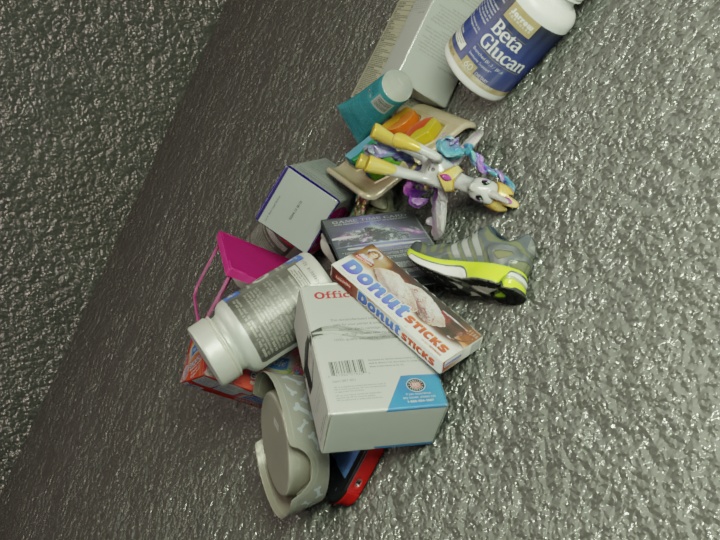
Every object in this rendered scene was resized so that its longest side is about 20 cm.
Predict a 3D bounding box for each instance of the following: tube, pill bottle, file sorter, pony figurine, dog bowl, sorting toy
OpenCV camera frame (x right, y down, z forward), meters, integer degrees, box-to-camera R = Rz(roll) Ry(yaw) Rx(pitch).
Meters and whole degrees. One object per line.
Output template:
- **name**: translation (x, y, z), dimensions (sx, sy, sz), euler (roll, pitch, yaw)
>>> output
- **tube**: translation (0.017, -0.256, 1.455), dimensions (0.050, 0.078, 0.200), euler (-26, 1, -25)
- **pill bottle**: translation (-0.133, 0.070, 1.295), dimensions (0.200, 0.114, 0.114), euler (-31, 21, -14)
- **pill bottle**: translation (0.213, -0.331, 1.228), dimensions (0.200, 0.111, 0.111), euler (-45, 32, 37)
- **file sorter**: translation (-0.159, 0.050, 1.506), dimensions (0.126, 0.199, 0.139), euler (-59, 26, 18)
- **pony figurine**: translation (0.098, -0.125, 1.218), dimensions (0.193, 0.199, 0.167), euler (-129, 59, -79)
- **dog bowl**: translation (-0.096, 0.234, 1.268), dimensions (0.200, 0.058, 0.201), euler (174, 90, -69)
- **sorting toy**: translation (0.053, -0.188, 1.388), dimensions (0.200, 0.037, 0.185), euler (-35, 26, -6)
- **pill bottle**: translation (-0.152, -0.040, 1.672), dimensions (0.200, 0.110, 0.111), euler (-42, 34, 39)

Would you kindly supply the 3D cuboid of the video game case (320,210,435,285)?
- **video game case**: translation (0.032, -0.030, 1.290), dimensions (0.200, 0.142, 0.019), euler (-117, 23, -60)

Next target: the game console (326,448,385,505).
- **game console**: translation (-0.006, 0.204, 1.269), dimensions (0.201, 0.031, 0.177), euler (-62, 26, 6)

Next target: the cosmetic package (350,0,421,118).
- **cosmetic package**: translation (0.077, -0.352, 1.536), dimensions (0.201, 0.087, 0.103), euler (-63, 24, 8)

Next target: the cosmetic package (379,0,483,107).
- **cosmetic package**: translation (0.124, -0.368, 1.446), dimensions (0.201, 0.101, 0.071), euler (-64, 25, 1)

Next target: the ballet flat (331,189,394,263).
- **ballet flat**: translation (0.017, -0.082, 1.455), dimensions (0.064, 0.076, 0.201), euler (19, 89, 34)

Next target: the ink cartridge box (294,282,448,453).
- **ink cartridge box**: translation (0.006, 0.114, 1.138), dimensions (0.084, 0.144, 0.201), euler (103, 158, -45)

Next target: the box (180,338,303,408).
- **box**: translation (-0.158, 0.150, 1.410), dimensions (0.100, 0.199, 0.096), euler (-23, 51, 55)

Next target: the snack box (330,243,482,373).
- **snack box**: translation (0.054, 0.043, 1.137), dimensions (0.200, 0.072, 0.024), euler (41, 142, 29)

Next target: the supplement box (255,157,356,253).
- **supplement box**: translation (-0.072, -0.108, 1.486), dimensions (0.101, 0.103, 0.200), euler (-57, -6, 18)

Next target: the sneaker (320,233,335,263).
- **sneaker**: translation (0.000, 0.000, 1.352), dimensions (0.200, 0.076, 0.081), euler (33, 122, 50)

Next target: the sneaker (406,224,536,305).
- **sneaker**: translation (0.139, -0.014, 1.136), dimensions (0.200, 0.074, 0.081), euler (15, 69, 48)
